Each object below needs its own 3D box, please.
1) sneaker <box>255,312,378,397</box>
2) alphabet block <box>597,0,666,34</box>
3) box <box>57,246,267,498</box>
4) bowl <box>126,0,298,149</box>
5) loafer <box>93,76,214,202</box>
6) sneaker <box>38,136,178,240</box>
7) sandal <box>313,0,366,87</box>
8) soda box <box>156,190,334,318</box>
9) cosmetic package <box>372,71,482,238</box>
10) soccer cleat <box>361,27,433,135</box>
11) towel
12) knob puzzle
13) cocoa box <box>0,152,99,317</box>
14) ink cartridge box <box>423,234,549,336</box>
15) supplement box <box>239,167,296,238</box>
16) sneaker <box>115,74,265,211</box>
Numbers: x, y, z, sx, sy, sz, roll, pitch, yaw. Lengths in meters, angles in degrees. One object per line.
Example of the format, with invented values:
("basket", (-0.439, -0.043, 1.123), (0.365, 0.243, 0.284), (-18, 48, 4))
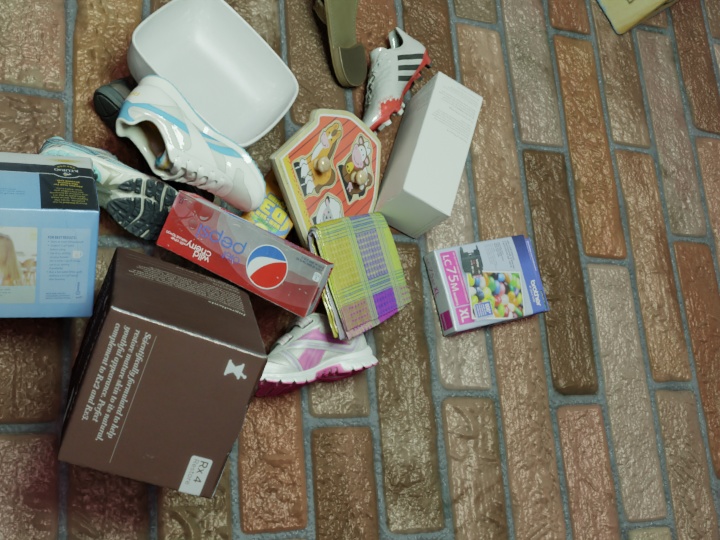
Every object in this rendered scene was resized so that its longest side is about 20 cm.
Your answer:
("sneaker", (-0.075, 0.101, 1.096), (0.197, 0.081, 0.090), (-8, 76, -37))
("alphabet block", (0.519, -0.572, 1.525), (0.194, 0.199, 0.198), (-33, 90, -30))
("box", (-0.210, 0.100, 0.923), (0.161, 0.200, 0.169), (20, 102, -19))
("bowl", (-0.193, -0.244, 1.122), (0.200, 0.074, 0.201), (43, 43, -8))
("loafer", (-0.246, -0.163, 1.095), (0.200, 0.072, 0.063), (48, 54, -3))
("sneaker", (-0.292, -0.108, 1.049), (0.198, 0.078, 0.087), (25, 24, -34))
("sandal", (-0.042, -0.373, 1.266), (0.077, 0.069, 0.217), (-16, 103, -44))
("soda box", (-0.133, -0.019, 1.025), (0.197, 0.063, 0.071), (27, 95, 5))
("cosmetic package", (0.094, -0.163, 1.241), (0.084, 0.107, 0.204), (25, 66, -18))
("soccer cleat", (0.035, -0.274, 1.268), (0.085, 0.068, 0.202), (42, 56, -15))
("towel", (0.000, 0.000, 1.133), (0.199, 0.022, 0.147), (-21, 95, -60))
("knob puzzle", (-0.023, -0.121, 1.155), (0.218, 0.030, 0.225), (-11, 104, -52))
("cocoa box", (-0.381, -0.039, 0.917), (0.196, 0.136, 0.132), (1, 31, -23))
("ink cartridge box", (0.195, 0.017, 1.274), (0.196, 0.042, 0.122), (-9, 79, -30))
("supplement box", (-0.112, -0.080, 1.136), (0.066, 0.069, 0.202), (34, 65, -10))
("sneaker", (-0.198, -0.131, 1.025), (0.199, 0.076, 0.082), (40, 50, -18))
